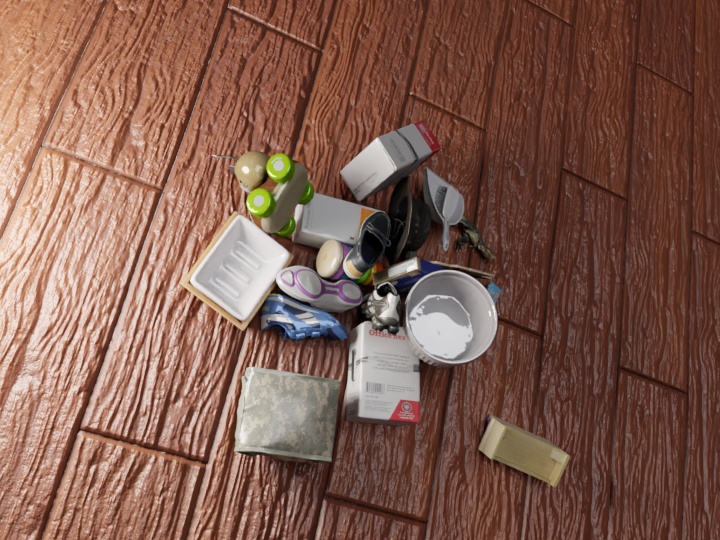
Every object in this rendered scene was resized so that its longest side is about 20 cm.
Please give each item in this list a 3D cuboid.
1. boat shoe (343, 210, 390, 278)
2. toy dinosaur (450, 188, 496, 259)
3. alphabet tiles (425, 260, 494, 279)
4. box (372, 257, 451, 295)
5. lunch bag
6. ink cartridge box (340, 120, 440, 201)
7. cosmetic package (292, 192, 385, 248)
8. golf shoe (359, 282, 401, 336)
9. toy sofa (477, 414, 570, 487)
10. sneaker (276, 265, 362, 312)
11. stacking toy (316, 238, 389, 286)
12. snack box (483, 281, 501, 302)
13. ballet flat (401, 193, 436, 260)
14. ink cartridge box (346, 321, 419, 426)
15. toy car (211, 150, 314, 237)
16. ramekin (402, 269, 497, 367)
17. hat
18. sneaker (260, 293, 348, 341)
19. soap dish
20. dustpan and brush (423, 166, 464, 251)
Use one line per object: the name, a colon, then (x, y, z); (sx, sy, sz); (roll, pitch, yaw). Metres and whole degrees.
boat shoe: (0.027, -0.062, 1.505); (0.075, 0.062, 0.201); (45, 45, -14)
toy dinosaur: (0.263, -0.102, 1.733); (0.088, 0.047, 0.202); (-24, 85, -43)
alphabet tiles: (0.216, -0.001, 1.595); (0.165, 0.200, 0.008); (14, 87, -20)
box: (0.133, 0.021, 1.548); (0.199, 0.120, 0.033); (15, 61, -50)
lunch bag: (-0.153, 0.288, 1.376); (0.197, 0.117, 0.167); (16, 69, -25)
ink cartridge box: (0.069, -0.253, 1.595); (0.199, 0.144, 0.084); (-33, 88, -48)
cosmetic package: (-0.048, -0.100, 1.572); (0.197, 0.071, 0.103); (12, 69, -21)
golf shoe: (0.052, 0.067, 1.493); (0.076, 0.200, 0.096); (10, 100, -16)
toy sofa: (0.373, 0.416, 1.611); (0.198, 0.097, 0.084); (26, 90, -16)
sneaker: (-0.096, 0.053, 1.477); (0.198, 0.099, 0.076); (19, 55, -29)
stacking toy: (0.000, 0.000, 1.554); (0.198, 0.085, 0.087); (21, 65, -35)
snack box: (0.247, 0.127, 1.612); (0.037, 0.116, 0.201); (36, 62, -10)
ballet flat: (0.127, -0.111, 1.667); (0.072, 0.068, 0.201); (27, 63, 8)
ink cartridge box: (0.050, 0.226, 1.508); (0.142, 0.084, 0.204); (10, 70, -21)
toy car: (-0.221, -0.185, 1.458); (0.198, 0.164, 0.159); (28, 84, 18)
ramekin: (0.182, 0.111, 1.478); (0.196, 0.105, 0.204); (2, 70, -6)
hat: (0.114, -0.105, 1.556); (0.079, 0.201, 0.204); (9, 70, -11)
sneaker: (-0.122, 0.118, 1.472); (0.197, 0.074, 0.083); (21, 69, -10)
soap dish: (-0.254, 0.003, 1.438); (0.157, 0.081, 0.201); (37, 63, -10)
dustpan and brush: (0.197, -0.134, 1.641); (0.139, 0.057, 0.203); (28, 64, -36)
